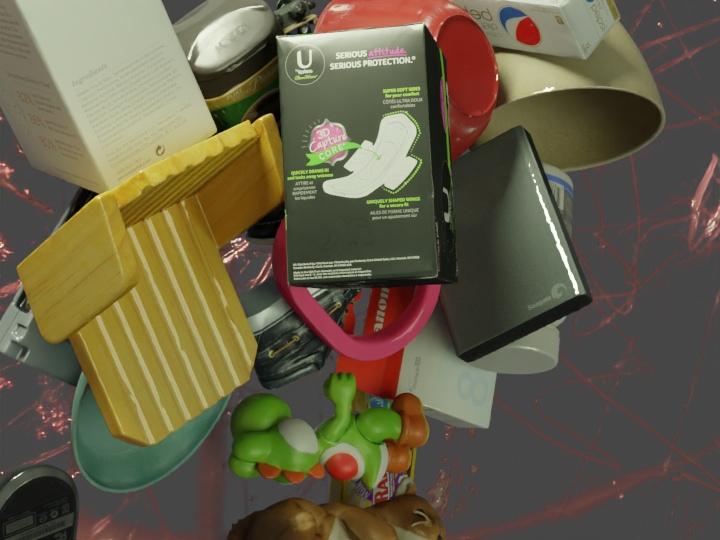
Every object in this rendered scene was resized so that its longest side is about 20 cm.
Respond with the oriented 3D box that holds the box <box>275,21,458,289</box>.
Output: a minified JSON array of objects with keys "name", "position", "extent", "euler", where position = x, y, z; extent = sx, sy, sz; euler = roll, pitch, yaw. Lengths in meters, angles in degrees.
[{"name":"box","position":[0.009,-0.087,1.082],"extent":[0.149,0.124,0.200],"euler":[10,78,-79]}]

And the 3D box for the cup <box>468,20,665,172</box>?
[{"name":"cup","position":[0.203,-0.205,1.347],"extent":[0.200,0.200,0.144],"euler":[14,65,-40]}]

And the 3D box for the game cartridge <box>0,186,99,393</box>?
[{"name":"game cartridge","position":[-0.217,0.004,1.132],"extent":[0.133,0.040,0.200],"euler":[37,81,-48]}]

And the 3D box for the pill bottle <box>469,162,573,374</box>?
[{"name":"pill bottle","position":[0.159,-0.002,1.346],"extent":[0.114,0.114,0.200],"euler":[23,65,-40]}]

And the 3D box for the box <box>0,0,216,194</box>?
[{"name":"box","position":[-0.224,-0.177,1.016],"extent":[0.106,0.152,0.200],"euler":[-36,123,-25]}]

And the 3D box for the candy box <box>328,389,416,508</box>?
[{"name":"candy box","position":[0.017,0.178,1.391],"extent":[0.102,0.026,0.200],"euler":[-4,104,-37]}]

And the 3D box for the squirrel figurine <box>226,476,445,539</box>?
[{"name":"squirrel figurine","position":[-0.020,0.266,1.285],"extent":[0.186,0.200,0.142],"euler":[-17,97,-34]}]

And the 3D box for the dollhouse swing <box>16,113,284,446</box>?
[{"name":"dollhouse swing","position":[-0.130,0.014,1.036],"extent":[0.200,0.182,0.176],"euler":[-32,90,-47]}]

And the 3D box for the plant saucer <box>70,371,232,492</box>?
[{"name":"plant saucer","position":[-0.187,0.101,1.168],"extent":[0.200,0.036,0.200],"euler":[-35,140,-36]}]

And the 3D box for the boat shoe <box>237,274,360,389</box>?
[{"name":"boat shoe","position":[-0.035,0.030,1.283],"extent":[0.200,0.071,0.091],"euler":[-33,120,-19]}]

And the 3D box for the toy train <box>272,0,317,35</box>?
[{"name":"toy train","position":[-0.115,-0.190,1.177],"extent":[0.200,0.034,0.046],"euler":[-35,125,-26]}]

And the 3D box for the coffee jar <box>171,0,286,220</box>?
[{"name":"coffee jar","position":[-0.100,-0.143,1.133],"extent":[0.104,0.085,0.200],"euler":[-39,143,-17]}]

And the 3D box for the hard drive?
[{"name":"hard drive","position":[0.132,-0.026,1.282],"extent":[0.139,0.200,0.033],"euler":[-28,148,20]}]

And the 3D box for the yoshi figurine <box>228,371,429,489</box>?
[{"name":"yoshi figurine","position":[-0.043,0.154,1.282],"extent":[0.200,0.112,0.113],"euler":[-1,89,-30]}]

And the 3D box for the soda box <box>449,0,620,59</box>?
[{"name":"soda box","position":[0.148,-0.258,1.260],"extent":[0.064,0.200,0.068],"euler":[-49,129,-17]}]

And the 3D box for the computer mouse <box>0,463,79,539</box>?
[{"name":"computer mouse","position":[-0.299,0.247,1.145],"extent":[0.138,0.053,0.200],"euler":[-12,122,-38]}]

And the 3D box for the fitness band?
[{"name":"fitness band","position":[0.000,0.000,1.226],"extent":[0.144,0.037,0.200],"euler":[-49,130,-11]}]

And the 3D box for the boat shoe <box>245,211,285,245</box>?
[{"name":"boat shoe","position":[-0.035,-0.082,1.251],"extent":[0.200,0.076,0.060],"euler":[-32,122,-42]}]

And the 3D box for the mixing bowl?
[{"name":"mixing bowl","position":[0.058,-0.180,1.228],"extent":[0.200,0.108,0.201],"euler":[12,73,-46]}]

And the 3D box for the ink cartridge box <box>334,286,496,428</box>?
[{"name":"ink cartridge box","position":[0.069,0.063,1.361],"extent":[0.200,0.047,0.160],"euler":[25,70,-42]}]
